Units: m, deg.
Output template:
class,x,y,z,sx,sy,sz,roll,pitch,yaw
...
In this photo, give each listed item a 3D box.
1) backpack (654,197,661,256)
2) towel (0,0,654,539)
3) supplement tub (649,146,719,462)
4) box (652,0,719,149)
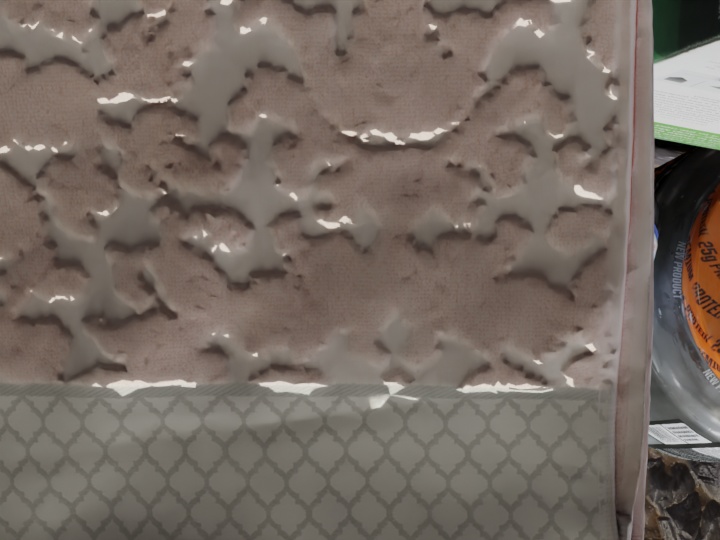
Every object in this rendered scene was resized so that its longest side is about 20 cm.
class,x,y,z,sx,sy,sz,roll,pitch,yaw
backpack,0.000,0.000,0.963,0.190,0.155,0.200,12,175,6
towel,-0.030,-0.008,0.686,0.199,0.192,0.032,0,-165,8
supplement tub,0.148,0.010,1.066,0.122,0.123,0.200,9,175,-5
box,0.137,-0.058,0.817,0.144,0.037,0.200,9,174,-14
